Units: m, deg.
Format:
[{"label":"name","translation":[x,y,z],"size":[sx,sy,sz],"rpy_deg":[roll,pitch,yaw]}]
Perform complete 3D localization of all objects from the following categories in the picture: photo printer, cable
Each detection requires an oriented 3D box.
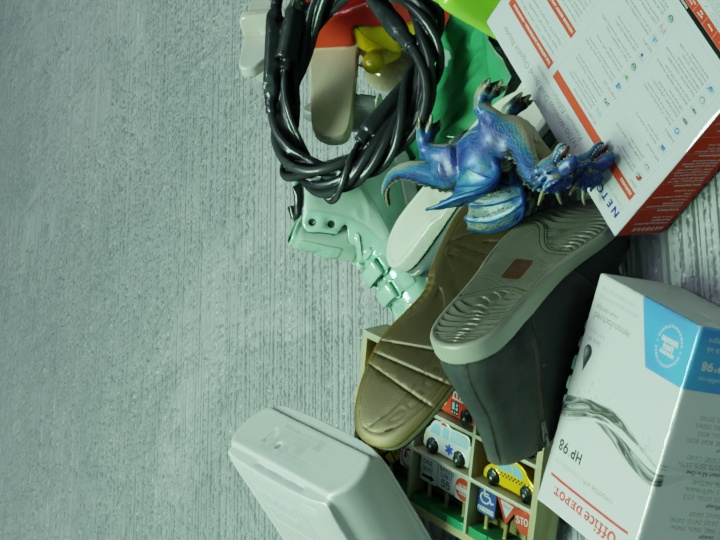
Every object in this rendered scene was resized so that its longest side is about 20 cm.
[{"label":"photo printer","translation":[-0.004,0.210,1.242],"size":[0.069,0.201,0.166],"rpy_deg":[-41,29,-21]},{"label":"cable","translation":[-0.006,-0.151,1.287],"size":[0.161,0.051,0.203],"rpy_deg":[-5,75,24]}]

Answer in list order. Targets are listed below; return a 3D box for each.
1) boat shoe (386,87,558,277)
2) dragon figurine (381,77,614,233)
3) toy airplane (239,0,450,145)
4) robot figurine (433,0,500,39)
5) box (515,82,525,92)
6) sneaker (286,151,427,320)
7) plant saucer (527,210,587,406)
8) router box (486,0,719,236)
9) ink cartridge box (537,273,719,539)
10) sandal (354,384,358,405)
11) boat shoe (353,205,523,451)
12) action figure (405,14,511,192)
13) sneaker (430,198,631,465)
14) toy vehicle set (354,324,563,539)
[{"label":"boat shoe","translation":[0.098,-0.061,1.199],"size":[0.200,0.061,0.073],"rpy_deg":[-47,30,35]},{"label":"dragon figurine","translation":[0.079,-0.063,1.095],"size":[0.199,0.059,0.100],"rpy_deg":[-27,58,34]},{"label":"toy airplane","translation":[-0.010,-0.203,1.410],"size":[0.200,0.141,0.199],"rpy_deg":[-50,40,-10]},{"label":"robot figurine","translation":[0.125,-0.275,1.174],"size":[0.201,0.115,0.176],"rpy_deg":[-59,24,12]},{"label":"box","translation":[0.125,-0.101,1.221],"size":[0.201,0.038,0.042],"rpy_deg":[-58,34,38]},{"label":"sneaker","translation":[0.000,0.000,1.322],"size":[0.074,0.117,0.203],"rpy_deg":[125,134,-67]},{"label":"plant saucer","translation":[0.119,0.051,1.187],"size":[0.201,0.038,0.203],"rpy_deg":[-32,54,57]},{"label":"router box","translation":[0.185,-0.157,1.055],"size":[0.180,0.048,0.201],"rpy_deg":[-54,52,42]},{"label":"ink cartridge box","translation":[0.181,0.117,1.013],"size":[0.116,0.066,0.202],"rpy_deg":[34,112,61]},{"label":"sandal","translation":[0.024,0.135,1.313],"size":[0.211,0.069,0.079],"rpy_deg":[33,112,62]},{"label":"boat shoe","translation":[0.066,0.045,1.137],"size":[0.073,0.065,0.201],"rpy_deg":[25,78,32]},{"label":"action figure","translation":[0.077,-0.133,1.313],"size":[0.201,0.054,0.119],"rpy_deg":[118,147,-46]},{"label":"sneaker","translation":[0.126,0.037,1.087],"size":[0.074,0.200,0.107],"rpy_deg":[10,130,45]},{"label":"toy vehicle set","translation":[0.070,0.130,1.185],"size":[0.199,0.026,0.126],"rpy_deg":[23,116,46]}]
